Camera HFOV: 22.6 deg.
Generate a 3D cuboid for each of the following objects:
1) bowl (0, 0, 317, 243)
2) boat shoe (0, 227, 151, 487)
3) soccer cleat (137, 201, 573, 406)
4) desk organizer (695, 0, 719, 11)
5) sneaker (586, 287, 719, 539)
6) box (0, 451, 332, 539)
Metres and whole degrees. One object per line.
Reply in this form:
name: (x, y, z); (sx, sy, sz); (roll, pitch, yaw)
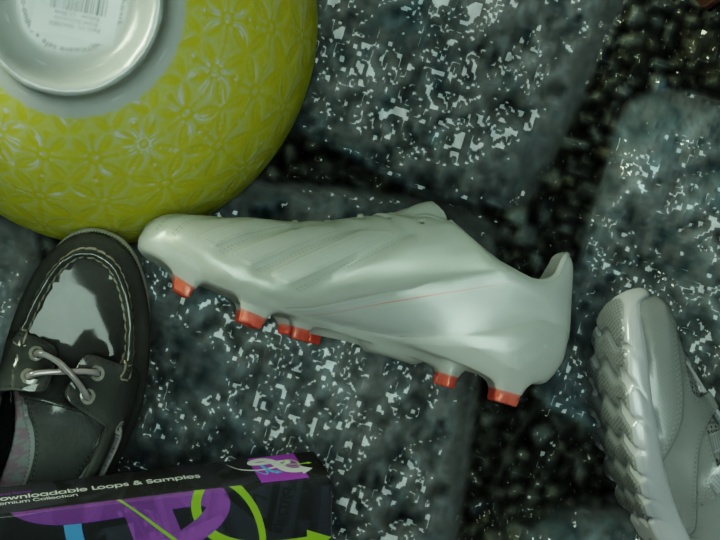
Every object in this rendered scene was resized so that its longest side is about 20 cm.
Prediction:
bowl: (-0.118, -0.111, 0.784); (0.198, 0.108, 0.203); (0, 92, 0)
boat shoe: (-0.139, 0.082, 0.798); (0.066, 0.057, 0.202); (18, 102, -4)
soccer cleat: (0.000, 0.000, 0.809); (0.198, 0.069, 0.078); (17, 87, -7)
desk organizer: (0.203, -0.121, 0.793); (0.200, 0.077, 0.072); (44, 92, 0)
sneaker: (0.160, 0.098, 0.809); (0.081, 0.075, 0.202); (-21, 102, -5)
box: (-0.109, 0.162, 0.787); (0.198, 0.036, 0.145); (-5, 105, -14)
